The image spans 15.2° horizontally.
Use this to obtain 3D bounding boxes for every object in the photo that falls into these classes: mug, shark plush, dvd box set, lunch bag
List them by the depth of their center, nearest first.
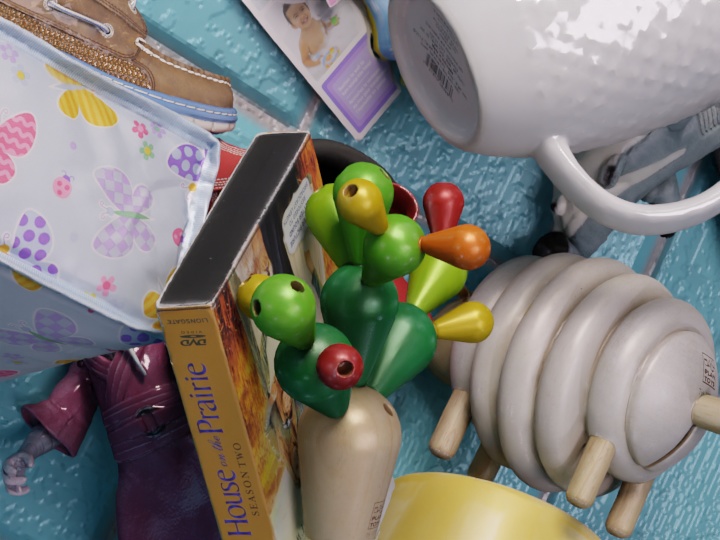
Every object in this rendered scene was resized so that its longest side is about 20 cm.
[{"bbox_3d":[-0.192,-0.032,1.167,0.200,0.169,0.127,31,60,-35],"label":"lunch bag"},{"bbox_3d":[-0.034,0.060,1.209,0.146,0.029,0.200,-62,145,-54],"label":"dvd box set"},{"bbox_3d":[0.122,-0.111,1.333,0.175,0.148,0.200,-24,77,-19],"label":"mug"},{"bbox_3d":[0.154,-0.047,1.467,0.083,0.091,0.200,36,80,-30],"label":"shark plush"}]

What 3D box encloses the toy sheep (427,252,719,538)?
[{"bbox_3d":[0.116,0.058,1.397,0.138,0.200,0.138,-31,130,-46],"label":"toy sheep"}]

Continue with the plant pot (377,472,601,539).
[{"bbox_3d":[0.042,0.216,1.387,0.201,0.200,0.189,38,60,-34],"label":"plant pot"}]

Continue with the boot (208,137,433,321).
[{"bbox_3d":[0.000,0.000,1.330,0.200,0.144,0.073,38,65,-38],"label":"boot"}]

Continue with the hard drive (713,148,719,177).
[{"bbox_3d":[0.268,-0.079,1.522,0.038,0.139,0.200,-62,137,-61],"label":"hard drive"}]

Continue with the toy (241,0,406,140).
[{"bbox_3d":[-0.013,-0.173,1.352,0.115,0.047,0.200,-50,123,-19],"label":"toy"}]

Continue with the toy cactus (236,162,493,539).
[{"bbox_3d":[0.008,0.036,1.169,0.200,0.102,0.166,-31,127,-76],"label":"toy cactus"}]

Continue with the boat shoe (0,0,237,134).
[{"bbox_3d":[-0.136,-0.111,1.262,0.200,0.072,0.073,14,82,-40],"label":"boat shoe"}]

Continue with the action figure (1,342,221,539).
[{"bbox_3d":[-0.088,0.075,1.311,0.149,0.134,0.200,-9,78,-67],"label":"action figure"}]
